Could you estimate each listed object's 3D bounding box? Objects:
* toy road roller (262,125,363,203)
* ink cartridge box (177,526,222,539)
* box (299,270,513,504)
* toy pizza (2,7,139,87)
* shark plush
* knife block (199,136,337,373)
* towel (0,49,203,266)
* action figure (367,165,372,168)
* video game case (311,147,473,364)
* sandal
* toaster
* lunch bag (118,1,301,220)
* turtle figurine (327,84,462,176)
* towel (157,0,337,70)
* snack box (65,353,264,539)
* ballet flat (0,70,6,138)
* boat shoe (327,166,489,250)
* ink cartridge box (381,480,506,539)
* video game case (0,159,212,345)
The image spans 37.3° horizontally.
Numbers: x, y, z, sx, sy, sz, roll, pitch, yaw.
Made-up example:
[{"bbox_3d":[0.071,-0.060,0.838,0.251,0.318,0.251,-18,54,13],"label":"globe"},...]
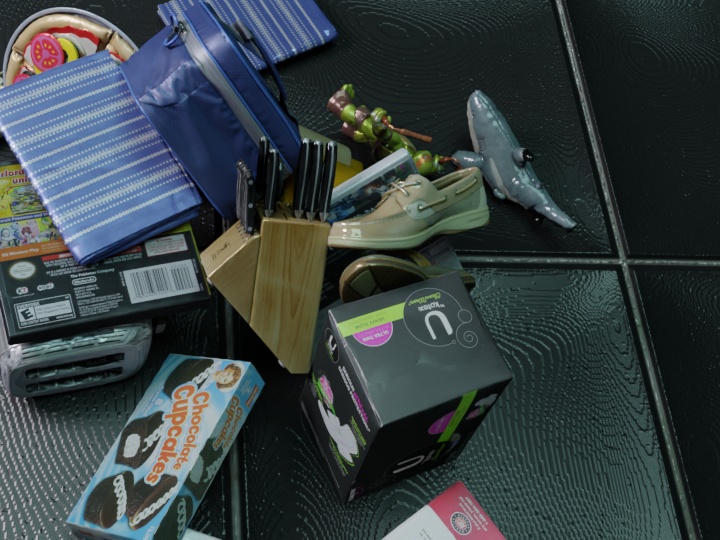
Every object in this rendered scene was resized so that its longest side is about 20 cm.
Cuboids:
[{"bbox_3d":[-0.043,-0.089,1.175,0.121,0.146,0.203,20,52,-24],"label":"toy road roller"},{"bbox_3d":[-0.142,0.350,0.952,0.114,0.067,0.203,18,57,-2],"label":"ink cartridge box"},{"bbox_3d":[0.038,0.118,1.052,0.146,0.201,0.126,-17,64,-21],"label":"box"},{"bbox_3d":[-0.305,-0.182,1.155,0.197,0.202,0.032,26,34,4],"label":"toy pizza"},{"bbox_3d":[0.184,-0.122,1.298,0.089,0.084,0.202,-16,64,-21],"label":"shark plush"},{"bbox_3d":[-0.060,-0.026,1.035,0.175,0.064,0.201,-38,116,1],"label":"knife block"},{"bbox_3d":[-0.262,-0.113,1.054,0.143,0.024,0.202,-28,79,-28],"label":"towel"},{"bbox_3d":[0.020,-0.017,1.207,0.051,0.065,0.204,14,61,-20],"label":"action figure"},{"bbox_3d":[0.000,0.000,1.112,0.198,0.184,0.023,-30,26,-4],"label":"video game case"},{"bbox_3d":[0.043,0.006,1.058,0.198,0.080,0.055,4,52,-52],"label":"sandal"},{"bbox_3d":[-0.298,0.044,1.070,0.196,0.114,0.131,-8,64,-22],"label":"toaster"},{"bbox_3d":[-0.143,-0.173,1.079,0.131,0.201,0.136,-35,39,0],"label":"lunch bag"},{"bbox_3d":[0.038,-0.148,1.268,0.161,0.199,0.065,39,97,33],"label":"turtle figurine"},{"bbox_3d":[-0.143,-0.317,1.370,0.198,0.024,0.146,-28,71,-24],"label":"towel"},{"bbox_3d":[-0.185,0.173,1.028,0.114,0.037,0.202,2,49,35],"label":"snack box"},{"bbox_3d":[-0.400,-0.212,1.226,0.069,0.070,0.200,37,59,11],"label":"ballet flat"},{"bbox_3d":[0.047,-0.061,1.041,0.197,0.072,0.066,-14,103,-36],"label":"boat shoe"},{"bbox_3d":[0.058,0.322,1.005,0.198,0.085,0.145,-31,71,-28],"label":"ink cartridge box"},{"bbox_3d":[-0.262,-0.032,1.042,0.197,0.026,0.184,-11,69,-26],"label":"video game case"}]
